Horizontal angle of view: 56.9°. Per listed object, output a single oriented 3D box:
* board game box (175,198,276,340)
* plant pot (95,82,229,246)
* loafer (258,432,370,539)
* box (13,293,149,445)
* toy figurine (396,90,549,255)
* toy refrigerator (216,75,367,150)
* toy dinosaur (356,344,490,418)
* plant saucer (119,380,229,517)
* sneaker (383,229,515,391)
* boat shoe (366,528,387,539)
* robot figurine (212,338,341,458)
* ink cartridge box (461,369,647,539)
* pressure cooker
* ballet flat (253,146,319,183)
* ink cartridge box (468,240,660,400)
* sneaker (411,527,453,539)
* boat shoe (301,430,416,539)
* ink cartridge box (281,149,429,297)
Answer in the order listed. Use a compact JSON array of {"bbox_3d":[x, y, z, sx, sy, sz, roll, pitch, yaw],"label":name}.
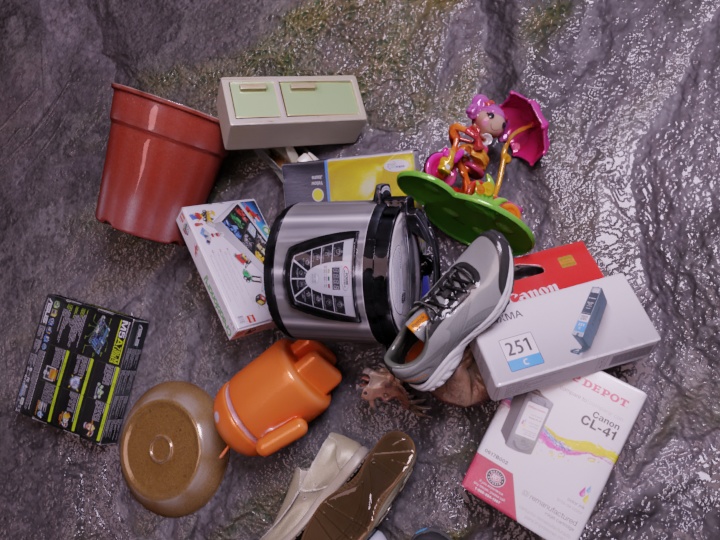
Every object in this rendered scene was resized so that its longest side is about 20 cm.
[{"bbox_3d":[-0.170,-0.008,0.958,0.035,0.125,0.202,-45,66,44],"label":"board game box"},{"bbox_3d":[-0.302,-0.152,1.005,0.198,0.200,0.198,21,96,22],"label":"plant pot"},{"bbox_3d":[-0.070,0.302,0.899,0.068,0.076,0.200,42,87,22],"label":"loafer"},{"bbox_3d":[-0.453,0.156,1.076,0.190,0.047,0.204,12,84,19],"label":"box"},{"bbox_3d":[0.161,-0.148,0.849,0.198,0.150,0.186,29,76,-20],"label":"toy figurine"},{"bbox_3d":[-0.096,-0.226,0.937,0.197,0.070,0.077,-7,71,-21],"label":"toy refrigerator"},{"bbox_3d":[0.107,0.138,0.844,0.197,0.086,0.138,14,86,30],"label":"toy dinosaur"},{"bbox_3d":[-0.292,0.269,1.003,0.197,0.035,0.204,-3,80,19],"label":"plant saucer"},{"bbox_3d":[0.098,0.044,0.729,0.202,0.079,0.074,-58,43,10],"label":"sneaker"},{"bbox_3d":[-0.056,0.390,0.875,0.199,0.072,0.071,-39,75,12],"label":"boat shoe"},{"bbox_3d":[-0.120,0.175,0.912,0.199,0.116,0.145,-38,71,10],"label":"robot figurine"},{"bbox_3d":[0.230,0.203,0.796,0.146,0.085,0.202,26,90,21],"label":"ink cartridge box"},{"bbox_3d":[0.001,-0.001,0.811,0.196,0.177,0.181,1,53,19],"label":"pressure cooker"},{"bbox_3d":[-0.096,-0.158,0.983,0.067,0.064,0.200,-40,67,-19],"label":"ballet flat"},{"bbox_3d":[0.217,0.042,0.784,0.197,0.045,0.178,-15,56,-6],"label":"ink cartridge box"},{"bbox_3d":[0.112,0.416,0.805,0.072,0.082,0.203,-28,71,15],"label":"sneaker"},{"bbox_3d":[0.004,0.298,0.849,0.072,0.065,0.201,33,74,29],"label":"boat shoe"},{"bbox_3d":[-0.008,-0.055,0.916,0.194,0.047,0.204,-3,97,20],"label":"ink cartridge box"}]
